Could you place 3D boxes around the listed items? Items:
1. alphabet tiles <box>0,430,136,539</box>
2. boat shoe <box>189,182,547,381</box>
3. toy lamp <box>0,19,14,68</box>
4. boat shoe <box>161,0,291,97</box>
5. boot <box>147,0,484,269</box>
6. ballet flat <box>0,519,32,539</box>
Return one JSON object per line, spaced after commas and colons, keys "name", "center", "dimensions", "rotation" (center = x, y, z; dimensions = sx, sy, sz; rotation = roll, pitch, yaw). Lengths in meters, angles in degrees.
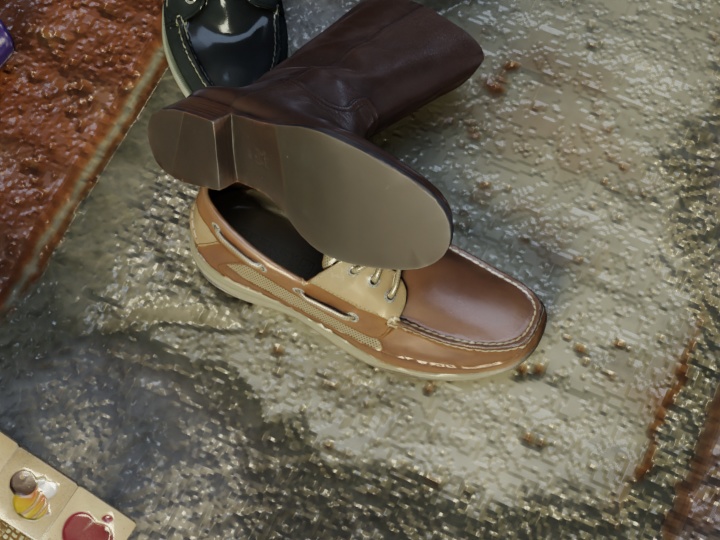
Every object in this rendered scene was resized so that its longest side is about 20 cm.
{"name": "alphabet tiles", "center": [-0.233, 0.129, 0.733], "dimensions": [0.200, 0.008, 0.167], "rotation": [36, 88, -6]}
{"name": "boat shoe", "center": [0.000, 0.000, 0.827], "dimensions": [0.200, 0.072, 0.076], "rotation": [17, 65, 9]}
{"name": "toy lamp", "center": [-0.283, -0.082, 0.881], "dimensions": [0.200, 0.058, 0.058], "rotation": [-38, 69, -14]}
{"name": "boat shoe", "center": [-0.082, -0.176, 0.918], "dimensions": [0.074, 0.066, 0.200], "rotation": [-5, 64, -2]}
{"name": "boot", "center": [0.019, -0.083, 0.827], "dimensions": [0.186, 0.064, 0.200], "rotation": [25, 37, 28]}
{"name": "ballet flat", "center": [-0.246, 0.111, 0.761], "dimensions": [0.200, 0.065, 0.071], "rotation": [0, 46, -11]}
